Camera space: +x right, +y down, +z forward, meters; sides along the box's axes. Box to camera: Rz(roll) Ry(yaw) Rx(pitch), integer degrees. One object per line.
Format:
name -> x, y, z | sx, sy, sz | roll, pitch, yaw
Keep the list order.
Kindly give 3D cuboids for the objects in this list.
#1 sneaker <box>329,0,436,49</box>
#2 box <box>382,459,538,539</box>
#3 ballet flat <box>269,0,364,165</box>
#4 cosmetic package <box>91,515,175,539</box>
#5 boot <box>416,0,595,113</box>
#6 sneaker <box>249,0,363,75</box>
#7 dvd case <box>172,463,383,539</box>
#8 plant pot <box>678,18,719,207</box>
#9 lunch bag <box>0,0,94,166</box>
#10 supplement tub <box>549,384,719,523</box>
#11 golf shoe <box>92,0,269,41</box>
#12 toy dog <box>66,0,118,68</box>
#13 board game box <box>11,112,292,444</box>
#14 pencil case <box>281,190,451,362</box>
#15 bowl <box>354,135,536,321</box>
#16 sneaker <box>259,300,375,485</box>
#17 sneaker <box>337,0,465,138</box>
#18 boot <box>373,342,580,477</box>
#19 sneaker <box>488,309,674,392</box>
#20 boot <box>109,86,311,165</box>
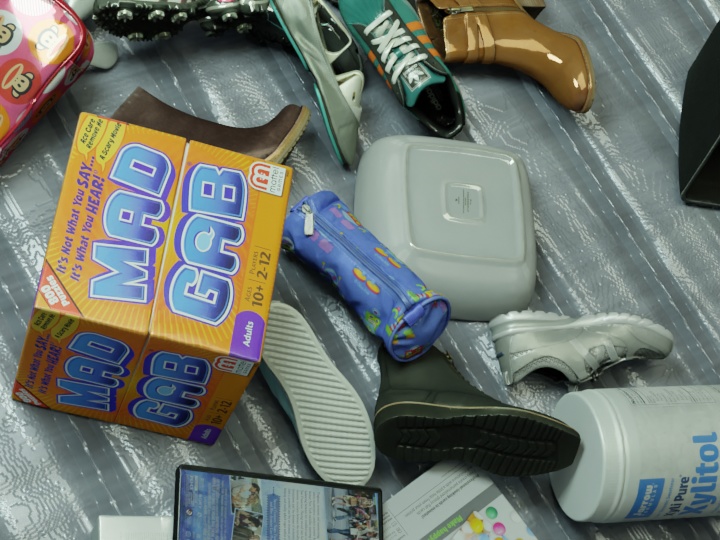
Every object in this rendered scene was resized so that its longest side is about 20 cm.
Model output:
sneaker -> 0.031, -0.298, 1.829 | 0.091, 0.076, 0.201 | -31, 81, -40
box -> 0.099, 0.289, 1.563 | 0.155, 0.041, 0.201 | -31, 78, -30
ballet flat -> -0.030, -0.210, 1.723 | 0.063, 0.067, 0.201 | -23, 98, 4
cosmetic package -> -0.158, 0.318, 1.451 | 0.149, 0.052, 0.202 | 3, 62, -17
boot -> 0.162, -0.248, 1.833 | 0.154, 0.077, 0.201 | -10, 62, -31
sneaker -> -0.080, -0.270, 1.786 | 0.079, 0.075, 0.200 | -44, 87, -6
dvd case -> -0.072, 0.253, 1.480 | 0.198, 0.018, 0.144 | 9, 60, -18
plant pot -> 0.472, -0.197, 1.864 | 0.198, 0.201, 0.179 | 7, 51, -16
lunch bag -> -0.375, -0.207, 1.592 | 0.176, 0.082, 0.200 | 39, 87, 1
supplement tub -> 0.300, 0.181, 1.636 | 0.198, 0.132, 0.133 | -1, 64, -19
golf shoe -> -0.191, -0.286, 1.690 | 0.199, 0.077, 0.089 | -9, 78, -37
toy dog -> -0.298, -0.268, 1.701 | 0.132, 0.096, 0.200 | 39, 73, 0
board game box -> -0.192, 0.013, 1.510 | 0.198, 0.200, 0.201 | 14, 60, -11
pencil case -> 0.000, 0.000, 1.625 | 0.078, 0.087, 0.200 | -43, 62, -6
bowl -> 0.096, -0.054, 1.722 | 0.198, 0.075, 0.202 | 7, 63, -15
sneaker -> -0.046, 0.116, 1.588 | 0.073, 0.082, 0.201 | -25, 98, -7
sneaker -> 0.051, -0.223, 1.737 | 0.071, 0.080, 0.200 | -38, 112, 8
boot -> 0.110, 0.123, 1.609 | 0.198, 0.078, 0.139 | 11, 34, -9
sneaker -> 0.228, 0.088, 1.705 | 0.198, 0.075, 0.083 | 1, 77, -11
boot -> -0.160, -0.139, 1.675 | 0.166, 0.072, 0.200 | 38, 62, 0
